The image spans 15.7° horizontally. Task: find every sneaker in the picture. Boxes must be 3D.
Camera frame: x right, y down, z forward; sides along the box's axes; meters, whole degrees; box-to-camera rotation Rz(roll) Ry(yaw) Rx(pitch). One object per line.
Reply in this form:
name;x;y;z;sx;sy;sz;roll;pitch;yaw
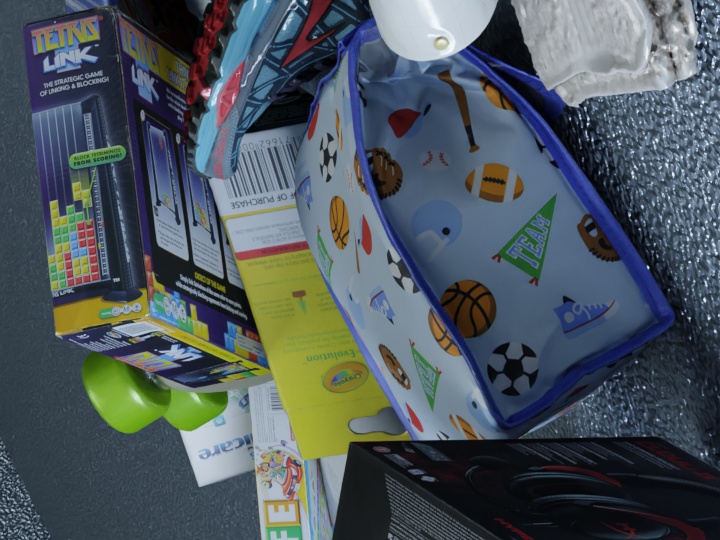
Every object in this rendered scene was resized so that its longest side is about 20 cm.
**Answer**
sneaker;-0.026;-0.121;1.314;0.079;0.095;0.201;-91;24;-58
sneaker;0.013;-0.175;1.195;0.200;0.073;0.116;-96;-14;-51

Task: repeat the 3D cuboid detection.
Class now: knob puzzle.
knob puzzle;-0.125;-0.173;1.679;0.220;0.030;0.221;-21;-90;-79

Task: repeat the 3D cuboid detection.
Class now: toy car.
toy car;-0.102;-0.027;1.583;0.201;0.164;0.158;62;-162;13

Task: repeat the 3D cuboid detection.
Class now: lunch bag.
lunch bag;0.046;-0.018;1.274;0.200;0.124;0.170;56;163;8

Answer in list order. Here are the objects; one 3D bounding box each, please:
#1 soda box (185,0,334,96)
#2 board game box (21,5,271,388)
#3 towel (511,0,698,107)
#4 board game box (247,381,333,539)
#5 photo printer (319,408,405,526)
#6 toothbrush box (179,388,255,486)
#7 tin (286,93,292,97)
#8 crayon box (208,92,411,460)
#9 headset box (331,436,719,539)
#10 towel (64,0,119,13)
soda box;-0.042;-0.161;1.454;0.200;0.068;0.064;39;149;59
board game box;-0.111;-0.034;1.402;0.200;0.056;0.166;33;-134;-70
towel;0.079;-0.168;1.114;0.201;0.034;0.132;69;164;-6
board game box;-0.035;0.157;1.734;0.134;0.034;0.201;-34;-60;-76
photo printer;0.046;0.179;1.633;0.200;0.069;0.167;54;162;40
toothbrush box;-0.109;0.029;1.849;0.146;0.085;0.201;-109;2;-73
tin;-0.047;-0.036;1.705;0.112;0.042;0.201;48;156;39
crayon box;0.000;0.000;1.435;0.051;0.126;0.201;-59;-43;-61
headset box;0.108;0.131;1.150;0.148;0.199;0.075;29;113;54
towel;-0.159;-0.190;1.540;0.145;0.024;0.201;-142;41;-70
